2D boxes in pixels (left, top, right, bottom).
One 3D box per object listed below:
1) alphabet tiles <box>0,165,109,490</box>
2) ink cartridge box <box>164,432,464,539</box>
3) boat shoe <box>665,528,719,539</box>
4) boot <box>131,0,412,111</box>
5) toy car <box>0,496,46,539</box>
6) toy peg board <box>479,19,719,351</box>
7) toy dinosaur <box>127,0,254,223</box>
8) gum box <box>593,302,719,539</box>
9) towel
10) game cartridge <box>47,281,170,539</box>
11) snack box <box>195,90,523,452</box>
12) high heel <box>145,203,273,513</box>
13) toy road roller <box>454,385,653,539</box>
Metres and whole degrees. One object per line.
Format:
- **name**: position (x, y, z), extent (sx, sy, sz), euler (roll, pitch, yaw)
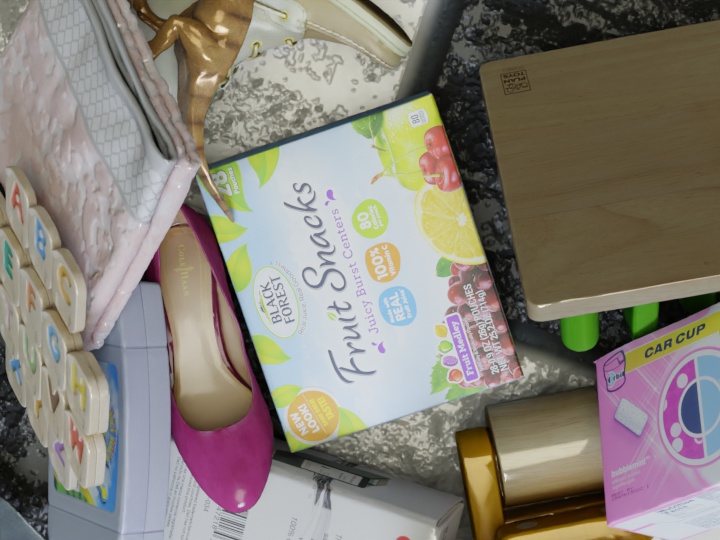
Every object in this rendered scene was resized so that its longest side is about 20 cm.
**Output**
- **alphabet tiles**: position (-0.208, 0.041, 1.092), extent (0.015, 0.200, 0.196), euler (-15, 139, -26)
- **ink cartridge box**: position (-0.046, 0.199, 1.141), extent (0.199, 0.084, 0.146), euler (16, 99, 15)
- **boat shoe**: position (0.293, 0.197, 1.167), extent (0.200, 0.068, 0.072), euler (31, 118, 21)
- **boot**: position (-0.081, -0.140, 1.122), extent (0.199, 0.072, 0.155), euler (28, 97, 2)
- **toy car**: position (-0.300, 0.139, 1.136), extent (0.164, 0.158, 0.201), euler (-22, 110, 8)
- **toy peg board**: position (0.192, -0.047, 1.104), extent (0.199, 0.098, 0.200), euler (-10, 54, 2)
- **toy dinosaur**: position (-0.100, -0.138, 1.061), extent (0.106, 0.060, 0.201), euler (20, 100, 2)
- **gum box**: position (0.230, 0.086, 1.043), extent (0.066, 0.200, 0.114), euler (17, 59, -32)
- **towel**: position (-0.177, -0.081, 1.057), extent (0.191, 0.032, 0.201), euler (-54, 53, 43)
- **game cartridge**: position (-0.167, 0.105, 1.123), extent (0.040, 0.133, 0.201), euler (0, 92, -35)
- **snack box**: position (0.000, 0.000, 1.144), extent (0.168, 0.068, 0.201), euler (-17, 97, 3)
- **high heel**: position (-0.104, 0.053, 1.091), extent (0.067, 0.096, 0.201), euler (-18, 62, -4)
- **toy road roller**: position (0.142, 0.188, 1.129), extent (0.122, 0.146, 0.201), euler (-11, 98, -1)
